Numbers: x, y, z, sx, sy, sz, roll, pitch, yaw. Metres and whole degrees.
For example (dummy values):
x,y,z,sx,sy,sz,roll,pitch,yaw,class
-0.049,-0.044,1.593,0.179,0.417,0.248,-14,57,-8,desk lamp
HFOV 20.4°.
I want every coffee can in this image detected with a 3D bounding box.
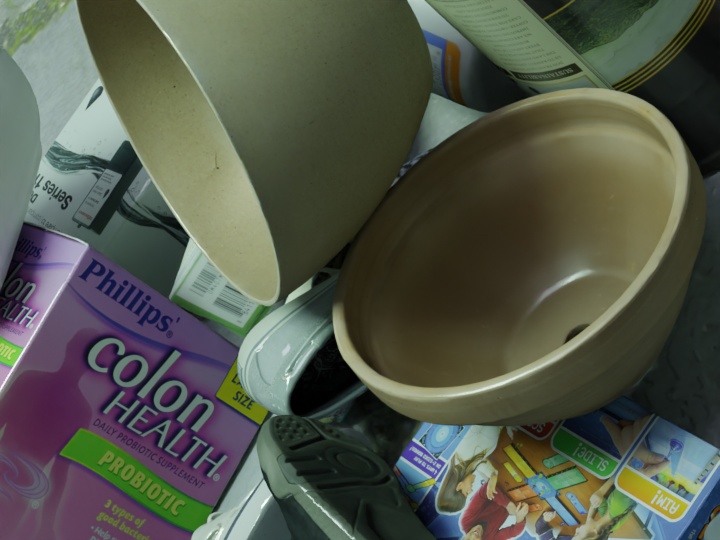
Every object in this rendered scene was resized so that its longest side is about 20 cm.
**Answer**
x,y,z,sx,sy,sz,roll,pitch,yaw,class
0.126,-0.156,1.071,0.146,0.200,0.146,-26,46,30,coffee can

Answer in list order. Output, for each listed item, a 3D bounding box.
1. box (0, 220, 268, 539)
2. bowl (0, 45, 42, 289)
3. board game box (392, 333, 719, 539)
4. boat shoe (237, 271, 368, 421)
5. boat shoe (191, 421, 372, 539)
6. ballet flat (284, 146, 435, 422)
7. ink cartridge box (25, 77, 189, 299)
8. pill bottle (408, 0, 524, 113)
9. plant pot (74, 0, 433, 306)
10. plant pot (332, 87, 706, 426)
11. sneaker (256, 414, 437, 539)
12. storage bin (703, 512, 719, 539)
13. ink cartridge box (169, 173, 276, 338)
x,y,z,sx,sy,sz,roll,pitch,yaw,class
-0.174,0.102,1.198,0.097,0.176,0.200,15,72,50,box
-0.268,-0.025,1.200,0.200,0.075,0.200,-30,38,37,bowl
0.096,0.120,1.020,0.135,0.034,0.200,-55,37,-3,board game box
0.026,0.019,1.118,0.201,0.070,0.072,-37,34,-10,boat shoe
-0.067,0.167,1.130,0.066,0.072,0.200,31,94,47,boat shoe
0.000,0.000,1.187,0.072,0.072,0.200,14,71,50,ballet flat
-0.150,-0.059,1.373,0.200,0.083,0.147,-56,37,-3,ink cartridge box
0.017,-0.181,1.218,0.200,0.112,0.112,27,81,26,pill bottle
-0.041,-0.100,1.048,0.134,0.200,0.200,-30,35,-16,plant pot
0.093,0.011,1.012,0.201,0.093,0.201,-25,37,20,plant pot
-0.009,0.165,1.024,0.199,0.076,0.114,48,123,38,sneaker
0.234,0.107,0.819,0.200,0.146,0.134,-46,28,9,storage bin
-0.051,-0.065,1.236,0.104,0.059,0.200,-52,16,41,ink cartridge box
